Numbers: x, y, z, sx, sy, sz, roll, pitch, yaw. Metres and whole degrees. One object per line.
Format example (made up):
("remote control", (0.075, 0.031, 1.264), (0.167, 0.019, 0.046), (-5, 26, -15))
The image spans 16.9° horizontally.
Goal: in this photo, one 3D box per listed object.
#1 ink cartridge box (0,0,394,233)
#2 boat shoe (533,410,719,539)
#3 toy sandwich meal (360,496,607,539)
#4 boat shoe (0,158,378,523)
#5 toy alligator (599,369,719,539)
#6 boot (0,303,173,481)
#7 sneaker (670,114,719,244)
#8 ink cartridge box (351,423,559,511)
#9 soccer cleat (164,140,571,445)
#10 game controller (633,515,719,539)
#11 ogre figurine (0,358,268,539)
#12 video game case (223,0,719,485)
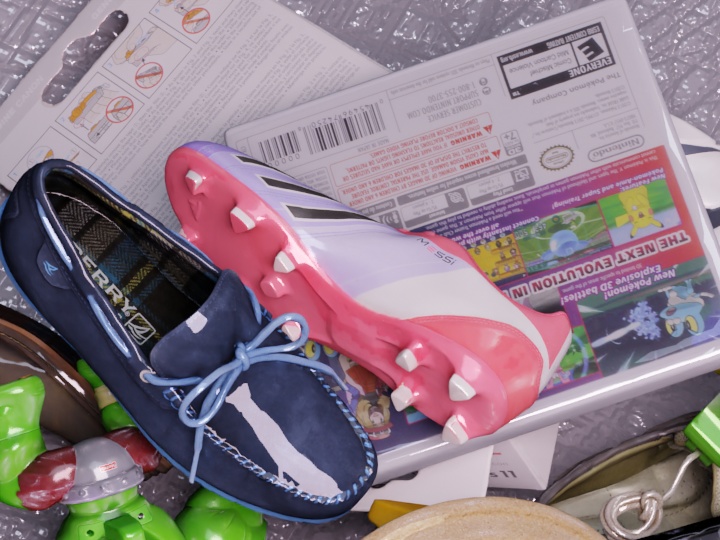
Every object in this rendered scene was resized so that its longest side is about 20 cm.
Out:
("ink cartridge box", (-0.080, -0.062, 1.202), (0.200, 0.050, 0.161), (34, 79, 36))
("boat shoe", (0.165, 0.104, 1.168), (0.200, 0.066, 0.072), (-18, 68, -16))
("toy sandwich meal", (0.044, 0.182, 1.018), (0.204, 0.070, 0.207), (-4, 102, -19))
("boat shoe", (-0.076, 0.033, 1.024), (0.200, 0.069, 0.084), (35, 60, 1))
("toy alligator", (0.188, 0.053, 1.125), (0.059, 0.054, 0.200), (45, 70, 9))
("boot", (-0.188, 0.058, 1.152), (0.200, 0.075, 0.097), (39, 91, -1))
("sneaker", (0.185, 0.019, 1.209), (0.199, 0.080, 0.130), (34, 69, 4))
("ink cartridge box", (0.037, 0.037, 1.158), (0.116, 0.067, 0.201), (0, 60, 26))
("soccer cleat", (0.000, 0.000, 1.067), (0.200, 0.067, 0.076), (35, 50, 23))
("game controller", (0.124, 0.147, 1.119), (0.199, 0.104, 0.042), (-13, 74, -14))
("ogre figurine", (-0.120, 0.100, 1.068), (0.199, 0.098, 0.121), (-16, 89, -39))
("video game case", (0.055, -0.013, 1.102), (0.199, 0.023, 0.183), (-18, 69, 1))
